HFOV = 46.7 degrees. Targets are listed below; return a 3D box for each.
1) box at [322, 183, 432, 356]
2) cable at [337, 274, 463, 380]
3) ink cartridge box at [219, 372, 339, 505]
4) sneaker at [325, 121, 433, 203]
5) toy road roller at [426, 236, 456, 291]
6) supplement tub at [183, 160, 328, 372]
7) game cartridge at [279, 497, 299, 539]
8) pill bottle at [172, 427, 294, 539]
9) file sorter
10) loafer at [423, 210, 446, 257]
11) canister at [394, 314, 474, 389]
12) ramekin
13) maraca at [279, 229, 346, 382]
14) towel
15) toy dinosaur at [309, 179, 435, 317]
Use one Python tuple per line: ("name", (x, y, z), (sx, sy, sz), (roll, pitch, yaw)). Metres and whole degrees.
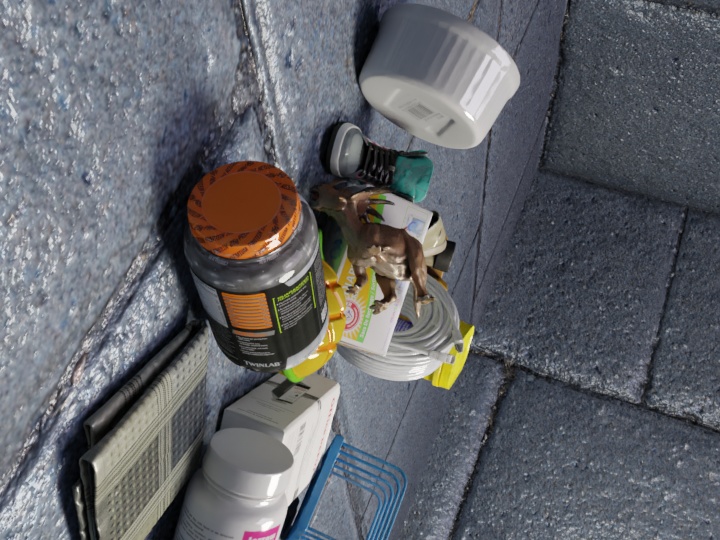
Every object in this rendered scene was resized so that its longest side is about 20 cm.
("box", (0.000, 0.000, 1.094), (0.112, 0.101, 0.201), (5, -105, 68))
("cable", (0.049, 0.072, 1.250), (0.201, 0.199, 0.069), (-88, -174, -46))
("ink cartridge box", (-0.109, 0.222, 1.062), (0.200, 0.083, 0.147), (-26, 132, -71))
("sneaker", (0.033, -0.135, 1.103), (0.200, 0.120, 0.084), (12, 95, -74))
("toy road roller", (0.099, 0.011, 1.522), (0.146, 0.122, 0.201), (-51, 155, -81))
("supplement tub", (-0.096, -0.001, 0.785), (0.200, 0.122, 0.123), (87, 25, -54))
("game cartridge", (-0.149, 0.409, 1.225), (0.133, 0.041, 0.200), (77, 33, -55))
("pill bottle", (-0.145, 0.284, 0.916), (0.113, 0.113, 0.201), (-27, 136, -70))
("file sorter", (-0.022, 0.349, 1.223), (0.200, 0.122, 0.139), (112, 2, -64))
("loafer", (0.049, -0.046, 1.265), (0.199, 0.076, 0.069), (-21, 125, -36))
("canister", (0.071, 0.109, 1.362), (0.148, 0.199, 0.087), (-33, 138, -67))
("ramekin", (0.095, -0.242, 1.076), (0.098, 0.200, 0.201), (-62, 164, -9))
("maraca", (-0.068, 0.029, 0.963), (0.137, 0.106, 0.201), (71, 24, -62))
("towel", (-0.203, 0.171, 0.783), (0.200, 0.034, 0.193), (-57, 161, -52))
("toy dinosaur", (0.032, -0.030, 1.008), (0.200, 0.086, 0.136), (38, 40, -32))
